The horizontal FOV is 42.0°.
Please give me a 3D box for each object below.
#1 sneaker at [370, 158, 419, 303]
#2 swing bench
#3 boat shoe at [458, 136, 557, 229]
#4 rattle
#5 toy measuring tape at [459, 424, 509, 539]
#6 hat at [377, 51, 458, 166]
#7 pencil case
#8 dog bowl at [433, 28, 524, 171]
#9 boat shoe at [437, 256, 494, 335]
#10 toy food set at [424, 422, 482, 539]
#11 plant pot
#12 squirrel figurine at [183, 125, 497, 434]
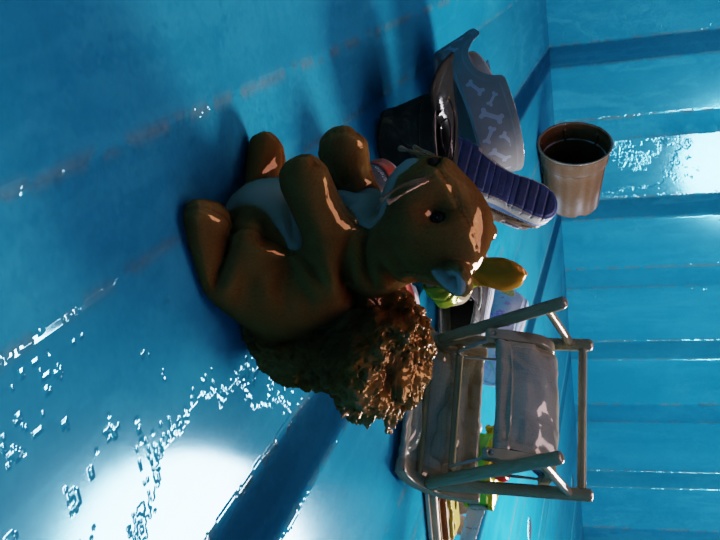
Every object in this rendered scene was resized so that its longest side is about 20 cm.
[{"bbox_3d":[0.000,0.000,0.873,0.082,0.077,0.202,-13,101,-45],"label":"sneaker"},{"bbox_3d":[0.155,0.153,1.079,0.130,0.198,0.200,48,42,-48],"label":"swing bench"},{"bbox_3d":[0.150,-0.103,1.204,0.073,0.199,0.072,-66,-171,-30],"label":"boat shoe"},{"bbox_3d":[0.154,-0.046,1.214,0.131,0.142,0.200,52,36,-6],"label":"rattle"},{"bbox_3d":[0.137,0.259,1.124,0.201,0.073,0.074,-60,145,-42],"label":"toy measuring tape"},{"bbox_3d":[0.063,-0.146,1.042,0.201,0.080,0.203,5,90,-77],"label":"hat"},{"bbox_3d":[0.220,0.101,1.493,0.083,0.091,0.200,43,26,-5],"label":"pencil case"},{"bbox_3d":[0.155,-0.219,1.261,0.200,0.058,0.202,159,-90,-89],"label":"dog bowl"},{"bbox_3d":[0.142,0.040,1.277,0.071,0.072,0.202,41,45,-56],"label":"boat shoe"},{"bbox_3d":[0.128,0.269,1.224,0.143,0.060,0.202,-35,121,-70],"label":"toy food set"},{"bbox_3d":[0.578,-0.265,2.547,0.201,0.198,0.199,-73,162,-47],"label":"plant pot"},{"bbox_3d":[0.002,0.002,0.644,0.142,0.185,0.202,-54,138,-64],"label":"squirrel figurine"}]
